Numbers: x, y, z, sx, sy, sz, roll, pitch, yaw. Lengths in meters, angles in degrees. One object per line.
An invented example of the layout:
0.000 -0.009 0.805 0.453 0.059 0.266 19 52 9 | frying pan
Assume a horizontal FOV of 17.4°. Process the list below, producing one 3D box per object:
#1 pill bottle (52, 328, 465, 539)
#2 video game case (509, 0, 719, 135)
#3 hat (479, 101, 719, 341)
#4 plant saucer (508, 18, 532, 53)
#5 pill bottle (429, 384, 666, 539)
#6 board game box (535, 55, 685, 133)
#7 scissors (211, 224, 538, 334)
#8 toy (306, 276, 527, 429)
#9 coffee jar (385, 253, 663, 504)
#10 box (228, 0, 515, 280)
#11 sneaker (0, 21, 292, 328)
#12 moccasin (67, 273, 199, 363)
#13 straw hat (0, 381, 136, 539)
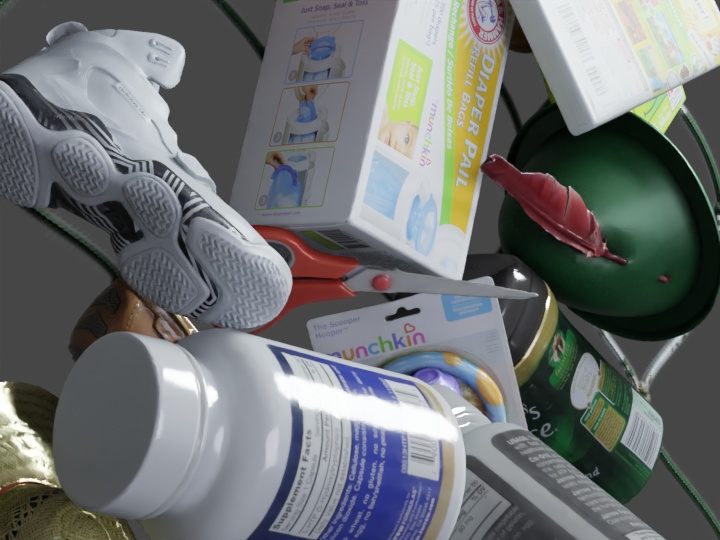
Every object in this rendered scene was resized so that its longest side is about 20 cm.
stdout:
-0.053 0.095 1.215 0.199 0.119 0.120 17 76 -40 | pill bottle
0.144 -0.199 1.461 0.182 0.023 0.201 -27 92 -48 | video game case
0.111 -0.005 1.471 0.176 0.165 0.201 -37 109 -41 | hat
0.089 -0.242 1.535 0.200 0.035 0.201 1 88 -57 | plant saucer
0.088 0.156 1.300 0.114 0.200 0.114 -32 143 -28 | pill bottle
0.154 -0.171 1.557 0.102 0.047 0.201 -53 132 -43 | board game box
0.000 0.000 1.340 0.014 0.199 0.073 -88 171 -58 | scissors
0.047 0.113 1.417 0.047 0.115 0.201 -100 176 -64 | toy
0.105 0.071 1.505 0.200 0.104 0.086 46 55 -37 | coffee jar
0.009 -0.100 1.400 0.112 0.101 0.201 28 68 -45 | box
-0.106 -0.058 1.229 0.199 0.075 0.115 32 45 5 | sneaker
-0.077 0.069 1.319 0.201 0.074 0.078 43 75 -29 | moccasin
-0.158 0.158 1.209 0.201 0.085 0.202 3 86 -50 | straw hat
